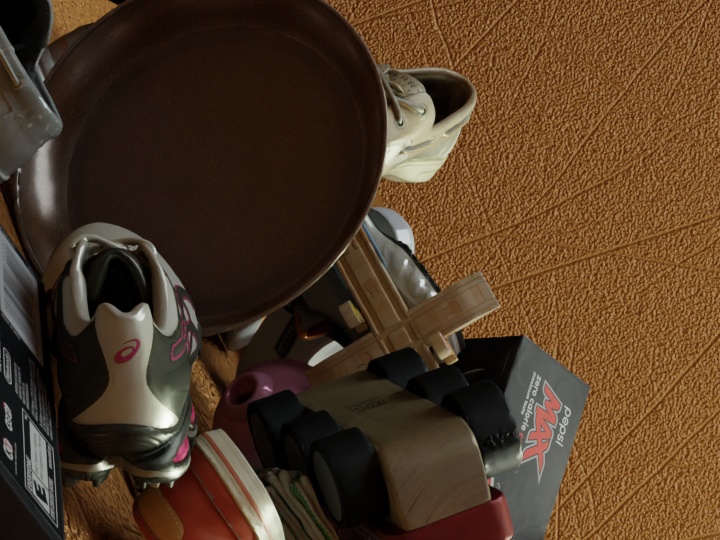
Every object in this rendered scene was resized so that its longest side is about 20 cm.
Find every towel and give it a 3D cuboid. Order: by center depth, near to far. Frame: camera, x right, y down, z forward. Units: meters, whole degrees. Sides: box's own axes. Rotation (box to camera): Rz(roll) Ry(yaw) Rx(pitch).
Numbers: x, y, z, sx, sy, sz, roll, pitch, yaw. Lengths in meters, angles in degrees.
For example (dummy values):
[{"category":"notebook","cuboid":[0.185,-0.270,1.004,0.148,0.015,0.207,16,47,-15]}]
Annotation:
[{"category":"towel","cuboid":[-0.028,0.172,1.174,0.150,0.031,0.200,63,-13,-1]}]

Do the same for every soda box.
[{"category":"soda box","cuboid":[0.062,0.139,1.282,0.071,0.063,0.201,36,62,-36]}]

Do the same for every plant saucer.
[{"category":"plant saucer","cuboid":[-0.079,-0.055,1.143,0.201,0.200,0.032,65,5,26]}]

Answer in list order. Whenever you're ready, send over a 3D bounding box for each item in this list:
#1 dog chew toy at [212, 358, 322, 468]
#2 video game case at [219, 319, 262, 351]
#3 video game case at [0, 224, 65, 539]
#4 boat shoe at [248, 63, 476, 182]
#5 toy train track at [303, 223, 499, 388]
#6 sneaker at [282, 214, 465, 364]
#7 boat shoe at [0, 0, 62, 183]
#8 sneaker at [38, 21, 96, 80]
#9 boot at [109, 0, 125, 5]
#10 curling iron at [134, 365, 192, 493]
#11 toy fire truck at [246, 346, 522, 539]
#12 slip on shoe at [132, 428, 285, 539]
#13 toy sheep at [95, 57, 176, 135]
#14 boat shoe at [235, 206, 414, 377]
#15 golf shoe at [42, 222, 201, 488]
[{"category":"dog chew toy","cuboid":[-0.014,0.123,1.329,0.200,0.124,0.125,47,14,-41]},{"category":"video game case","cuboid":[-0.103,-0.057,1.462,0.183,0.024,0.200,63,-17,12]},{"category":"video game case","cuboid":[-0.177,-0.002,0.904,0.181,0.025,0.200,59,7,-32]},{"category":"boat shoe","cuboid":[0.005,-0.085,1.242,0.072,0.065,0.200,47,22,16]},{"category":"toy train track","cuboid":[0.000,0.000,1.255,0.200,0.114,0.033,61,5,15]},{"category":"sneaker","cuboid":[-0.026,-0.013,1.310,0.200,0.079,0.074,51,-7,21]},{"category":"boat shoe","cuboid":[-0.184,-0.116,1.131,0.070,0.071,0.201,57,8,-41]},{"category":"sneaker","cuboid":[-0.132,-0.074,1.373,0.200,0.080,0.074,59,4,-50]},{"category":"boot","cuboid":[-0.208,-0.213,1.294,0.200,0.069,0.174,19,-3,45]},{"category":"curling iron","cuboid":[-0.082,0.020,1.146,0.026,0.049,0.201,54,47,-49]},{"category":"toy fire truck","cuboid":[0.044,0.150,1.161,0.176,0.128,0.201,-162,-124,-70]},{"category":"slip on shoe","cuboid":[-0.065,0.146,1.068,0.074,0.061,0.200,51,-14,31]},{"category":"toy sheep","cuboid":[-0.108,-0.065,1.251,0.138,0.137,0.201,-81,165,-80]},{"category":"boat shoe","cuboid":[-0.008,0.030,1.423,0.068,0.200,0.074,-7,52,-38]},{"category":"golf shoe","cuboid":[-0.105,0.016,1.021,0.200,0.077,0.088,-112,-157,-60]}]
